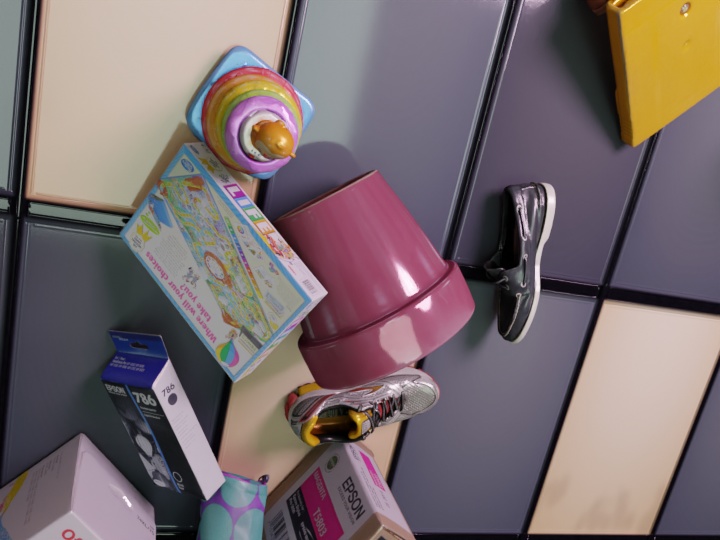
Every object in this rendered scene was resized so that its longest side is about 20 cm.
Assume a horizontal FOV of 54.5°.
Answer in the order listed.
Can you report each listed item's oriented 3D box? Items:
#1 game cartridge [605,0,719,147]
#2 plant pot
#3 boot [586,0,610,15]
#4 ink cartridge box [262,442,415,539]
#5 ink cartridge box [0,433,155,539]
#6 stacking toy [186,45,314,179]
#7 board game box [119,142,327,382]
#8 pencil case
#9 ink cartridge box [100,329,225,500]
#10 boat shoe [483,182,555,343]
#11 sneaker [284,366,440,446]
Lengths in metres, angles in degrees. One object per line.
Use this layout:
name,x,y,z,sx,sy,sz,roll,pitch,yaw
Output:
game cartridge,0.371,-0.269,0.819,0.175,0.033,0.201,-34,138,-3
plant pot,0.000,0.000,0.759,0.198,0.200,0.181,-27,98,-6
boot,0.239,-0.395,0.753,0.152,0.074,0.203,11,106,-12
ink cartridge box,-0.036,0.312,0.841,0.075,0.200,0.165,41,94,-26
ink cartridge box,-0.351,0.322,0.779,0.198,0.146,0.148,-34,115,-3
stacking toy,-0.094,-0.133,0.665,0.115,0.200,0.110,34,97,-25
board game box,-0.143,-0.008,0.707,0.134,0.034,0.201,-44,82,25
pencil case,-0.162,0.346,0.838,0.084,0.092,0.204,12,74,-22
ink cartridge box,-0.229,0.164,0.789,0.039,0.098,0.203,-41,122,-45
boat shoe,0.186,-0.010,0.864,0.065,0.075,0.203,6,107,-16
sneaker,0.008,0.178,0.872,0.196,0.082,0.079,-12,112,-13
